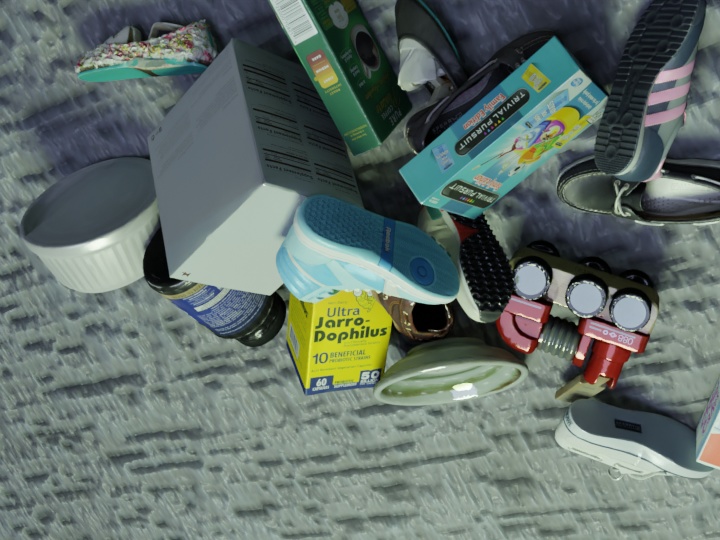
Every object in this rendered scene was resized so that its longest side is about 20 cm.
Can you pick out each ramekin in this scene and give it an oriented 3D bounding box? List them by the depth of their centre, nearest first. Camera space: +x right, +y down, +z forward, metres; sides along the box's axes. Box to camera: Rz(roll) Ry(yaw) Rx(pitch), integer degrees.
[{"bbox_3d":[-0.337,-0.057,1.217,0.201,0.203,0.095,0,131,23],"label":"ramekin"}]

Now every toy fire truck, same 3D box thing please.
[{"bbox_3d":[0.244,0.082,1.099,0.175,0.129,0.202,18,111,12],"label":"toy fire truck"}]

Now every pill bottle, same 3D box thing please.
[{"bbox_3d":[-0.182,0.021,1.199,0.111,0.113,0.200,-8,148,26],"label":"pill bottle"}]

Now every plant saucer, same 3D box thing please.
[{"bbox_3d":[0.112,0.124,1.169,0.199,0.200,0.051,-21,65,31],"label":"plant saucer"}]

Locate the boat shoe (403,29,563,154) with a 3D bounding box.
[{"bbox_3d":[0.137,-0.181,0.967,0.199,0.057,0.067,-34,112,1],"label":"boat shoe"}]

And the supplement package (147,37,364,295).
[{"bbox_3d":[-0.126,-0.112,1.061,0.191,0.146,0.201,-38,55,36],"label":"supplement package"}]

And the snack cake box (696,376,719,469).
[{"bbox_3d":[0.477,0.149,1.064,0.114,0.067,0.201,17,124,11],"label":"snack cake box"}]

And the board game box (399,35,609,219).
[{"bbox_3d":[0.155,-0.138,0.952,0.200,0.151,0.047,-40,70,21],"label":"board game box"}]

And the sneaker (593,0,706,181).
[{"bbox_3d":[0.306,-0.187,0.938,0.070,0.082,0.201,37,110,51],"label":"sneaker"}]

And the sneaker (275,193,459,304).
[{"bbox_3d":[0.000,0.000,1.005,0.199,0.080,0.131,27,141,-15],"label":"sneaker"}]

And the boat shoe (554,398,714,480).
[{"bbox_3d":[0.337,0.228,1.155,0.200,0.075,0.086,15,136,-8],"label":"boat shoe"}]

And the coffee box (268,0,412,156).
[{"bbox_3d":[-0.020,-0.238,1.015,0.044,0.123,0.201,-20,111,30],"label":"coffee box"}]

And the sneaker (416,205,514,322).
[{"bbox_3d":[0.113,-0.008,1.072,0.070,0.201,0.094,3,140,-26],"label":"sneaker"}]

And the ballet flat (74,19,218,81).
[{"bbox_3d":[-0.263,-0.273,1.142,0.198,0.076,0.065,0,88,18],"label":"ballet flat"}]

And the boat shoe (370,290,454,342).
[{"bbox_3d":[0.076,0.052,1.113,0.070,0.200,0.071,33,88,30],"label":"boat shoe"}]

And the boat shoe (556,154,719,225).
[{"bbox_3d":[0.310,-0.083,1.002,0.198,0.060,0.074,7,121,19],"label":"boat shoe"}]

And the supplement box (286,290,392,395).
[{"bbox_3d":[-0.025,0.043,1.164,0.108,0.110,0.201,-5,124,-18],"label":"supplement box"}]

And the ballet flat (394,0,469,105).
[{"bbox_3d":[0.088,-0.205,1.012,0.201,0.068,0.068,52,157,-11],"label":"ballet flat"}]
